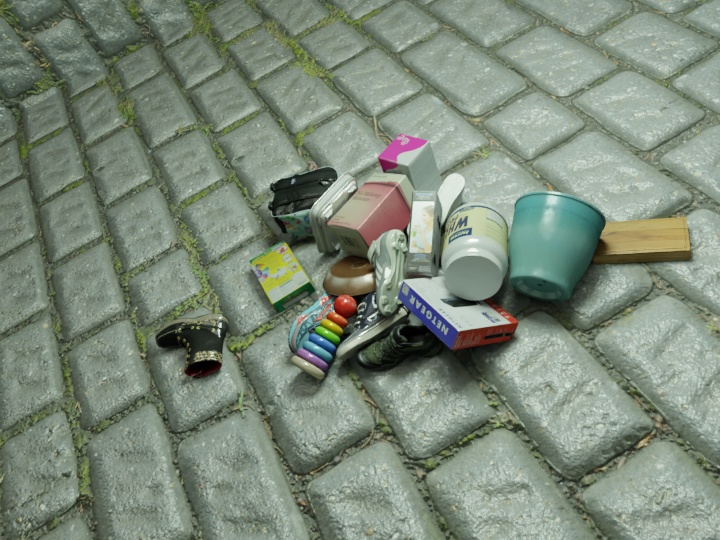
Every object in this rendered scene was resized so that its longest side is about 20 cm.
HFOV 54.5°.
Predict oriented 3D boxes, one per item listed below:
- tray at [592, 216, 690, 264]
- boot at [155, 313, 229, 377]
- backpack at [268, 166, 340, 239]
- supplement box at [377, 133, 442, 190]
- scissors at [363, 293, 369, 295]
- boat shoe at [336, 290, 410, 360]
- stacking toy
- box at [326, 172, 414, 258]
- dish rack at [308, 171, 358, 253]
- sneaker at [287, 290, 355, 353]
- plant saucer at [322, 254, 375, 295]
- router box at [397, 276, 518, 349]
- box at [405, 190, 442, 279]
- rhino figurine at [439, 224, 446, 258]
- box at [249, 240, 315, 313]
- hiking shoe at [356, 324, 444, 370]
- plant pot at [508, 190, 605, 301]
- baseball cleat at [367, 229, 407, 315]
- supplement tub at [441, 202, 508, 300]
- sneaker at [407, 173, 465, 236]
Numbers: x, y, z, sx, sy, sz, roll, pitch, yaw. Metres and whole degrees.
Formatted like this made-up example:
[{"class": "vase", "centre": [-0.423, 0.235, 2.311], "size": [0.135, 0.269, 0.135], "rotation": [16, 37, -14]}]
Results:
[{"class": "tray", "centre": [0.619, -0.067, 1.554], "size": [0.200, 0.037, 0.099], "rotation": [-3, 49, 22]}, {"class": "boot", "centre": [-0.426, 0.194, 1.751], "size": [0.200, 0.073, 0.151], "rotation": [-13, 47, 5]}, {"class": "backpack", "centre": [-0.129, -0.187, 1.902], "size": [0.200, 0.151, 0.178], "rotation": [-17, 46, 20]}, {"class": "supplement box", "centre": [0.135, -0.236, 1.797], "size": [0.101, 0.200, 0.103], "rotation": [24, 63, 37]}, {"class": "scissors", "centre": [0.016, 0.050, 1.729], "size": [0.200, 0.014, 0.073], "rotation": [8, 57, 30]}, {"class": "boat shoe", "centre": [0.011, 0.119, 1.610], "size": [0.200, 0.075, 0.093], "rotation": [-31, 69, -17]}, {"class": "stacking toy", "centre": [-0.076, 0.144, 1.600], "size": [0.085, 0.085, 0.200], "rotation": [22, 78, 36]}, {"class": "box", "centre": [0.038, -0.137, 1.737], "size": [0.128, 0.109, 0.200], "rotation": [13, 56, 49]}, {"class": "dish rack", "centre": [-0.053, -0.140, 1.803], "size": [0.044, 0.200, 0.172], "rotation": [32, 67, 25]}, {"class": "sneaker", "centre": [-0.088, 0.124, 1.661], "size": [0.095, 0.079, 0.200], "rotation": [27, 65, 36]}, {"class": "plant saucer", "centre": [0.000, 0.000, 1.707], "size": [0.200, 0.037, 0.200], "rotation": [-12, 22, 5]}, {"class": "router box", "centre": [0.210, 0.086, 1.516], "size": [0.179, 0.049, 0.200], "rotation": [-4, 33, -37]}, {"class": "box", "centre": [0.150, -0.074, 1.632], "size": [0.060, 0.117, 0.200], "rotation": [2, 76, 14]}, {"class": "rhino figurine", "centre": [0.216, -0.065, 1.711], "size": [0.200, 0.060, 0.088], "rotation": [-17, 43, 10]}, {"class": "box", "centre": [-0.211, 0.010, 1.837], "size": [0.117, 0.048, 0.200], "rotation": [-31, 48, -5]}, {"class": "hiking shoe", "centre": [0.078, 0.156, 1.542], "size": [0.200, 0.101, 0.076], "rotation": [-17, 47, 9]}, {"class": "plant pot", "centre": [0.410, -0.042, 1.522], "size": [0.200, 0.200, 0.188], "rotation": [10, 69, 30]}, {"class": "baseball cleat", "centre": [0.057, 0.007, 1.606], "size": [0.106, 0.070, 0.200], "rotation": [-5, 69, 53]}, {"class": "supplement tub", "centre": [0.255, -0.043, 1.552], "size": [0.145, 0.145, 0.200], "rotation": [-7, 35, 17]}, {"class": "sneaker", "centre": [0.196, -0.140, 1.762], "size": [0.074, 0.116, 0.200], "rotation": [39, 82, 16]}]
